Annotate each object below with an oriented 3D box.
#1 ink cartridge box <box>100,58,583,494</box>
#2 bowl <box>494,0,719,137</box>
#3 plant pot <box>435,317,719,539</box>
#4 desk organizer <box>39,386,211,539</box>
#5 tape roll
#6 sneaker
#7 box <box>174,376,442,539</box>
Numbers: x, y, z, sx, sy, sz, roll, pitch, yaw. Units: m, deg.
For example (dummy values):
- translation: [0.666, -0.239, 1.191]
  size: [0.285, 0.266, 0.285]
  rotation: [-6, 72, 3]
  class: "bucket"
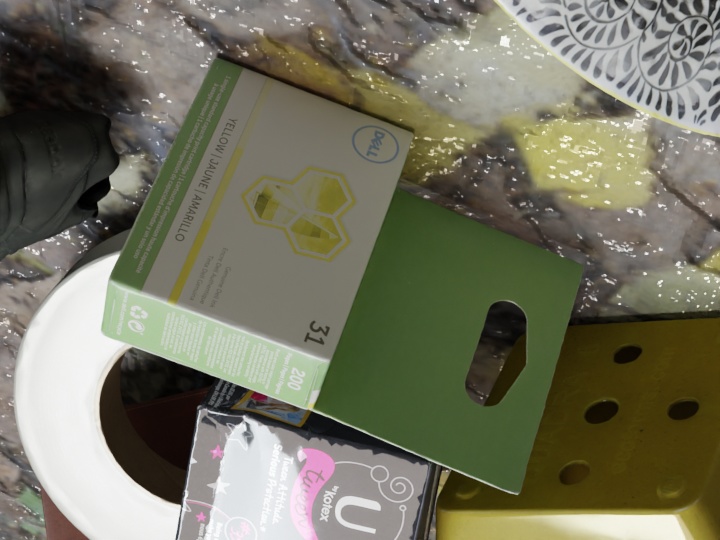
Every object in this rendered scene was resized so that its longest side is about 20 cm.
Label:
- translation: [0.000, 0.000, 0.955]
  size: [0.199, 0.146, 0.048]
  rotation: [20, 141, 1]
  class: "ink cartridge box"
- translation: [0.112, -0.150, 0.717]
  size: [0.200, 0.094, 0.201]
  rotation: [38, 158, 18]
  class: "bowl"
- translation: [0.145, 0.134, 1.033]
  size: [0.199, 0.200, 0.177]
  rotation: [-3, 127, 31]
  class: "plant pot"
- translation: [-0.083, 0.110, 1.206]
  size: [0.199, 0.078, 0.072]
  rotation: [-14, 168, 19]
  class: "desk organizer"
- translation: [-0.083, 0.072, 1.113]
  size: [0.201, 0.037, 0.204]
  rotation: [6, 114, 12]
  class: "tape roll"
- translation: [-0.176, -0.035, 1.063]
  size: [0.090, 0.077, 0.200]
  rotation: [-14, 179, -24]
  class: "sneaker"
- translation: [-0.025, 0.135, 1.032]
  size: [0.114, 0.132, 0.201]
  rotation: [14, 115, 5]
  class: "box"
